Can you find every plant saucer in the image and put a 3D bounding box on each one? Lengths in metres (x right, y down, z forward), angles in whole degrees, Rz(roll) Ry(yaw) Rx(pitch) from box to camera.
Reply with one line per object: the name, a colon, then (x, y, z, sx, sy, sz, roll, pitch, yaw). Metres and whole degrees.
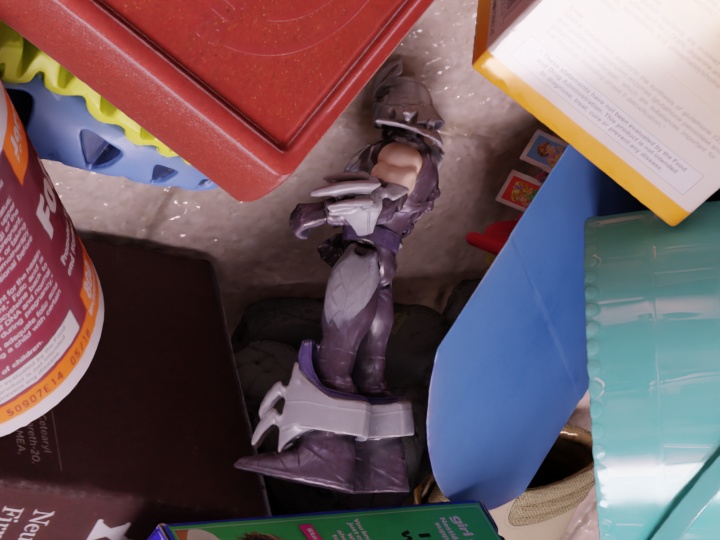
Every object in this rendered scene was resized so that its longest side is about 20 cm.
plant saucer: (-0.035, -0.140, 1.123, 0.200, 0.037, 0.200, -50, 134, 2)

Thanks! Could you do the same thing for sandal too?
sandal: (-0.143, -0.078, 1.194, 0.199, 0.080, 0.087, 20, 135, -25)

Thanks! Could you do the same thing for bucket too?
bucket: (0.174, 0.061, 1.276, 0.134, 0.208, 0.208, -3, 140, 7)

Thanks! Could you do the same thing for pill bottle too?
pill bottle: (-0.182, -0.027, 1.103, 0.114, 0.114, 0.200, -17, 143, 2)

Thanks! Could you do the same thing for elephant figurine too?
elephant figurine: (-0.019, 0.115, 1.405, 0.154, 0.142, 0.200, 6, 131, -2)

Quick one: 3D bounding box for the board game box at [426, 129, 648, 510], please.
board game box: (0.075, 0.018, 1.337, 0.200, 0.039, 0.158, -56, 150, -18)

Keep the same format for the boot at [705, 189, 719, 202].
boot: (0.221, -0.038, 1.366, 0.164, 0.066, 0.200, -17, 134, -6)

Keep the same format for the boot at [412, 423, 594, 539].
boot: (0.026, 0.145, 1.493, 0.199, 0.073, 0.156, -1, 138, -19)

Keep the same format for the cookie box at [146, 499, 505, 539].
cookie box: (-0.040, 0.187, 1.276, 0.200, 0.075, 0.171, -1, 140, -43)

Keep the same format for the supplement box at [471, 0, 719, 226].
supplement box: (0.159, -0.132, 1.197, 0.126, 0.074, 0.200, 38, 120, -18)

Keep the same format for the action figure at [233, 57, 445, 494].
action figure: (0.000, 0.000, 1.259, 0.069, 0.201, 0.130, 9, 174, 16)

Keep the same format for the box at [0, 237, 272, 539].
box: (-0.175, 0.090, 1.295, 0.199, 0.165, 0.166, 10, 133, -27)
